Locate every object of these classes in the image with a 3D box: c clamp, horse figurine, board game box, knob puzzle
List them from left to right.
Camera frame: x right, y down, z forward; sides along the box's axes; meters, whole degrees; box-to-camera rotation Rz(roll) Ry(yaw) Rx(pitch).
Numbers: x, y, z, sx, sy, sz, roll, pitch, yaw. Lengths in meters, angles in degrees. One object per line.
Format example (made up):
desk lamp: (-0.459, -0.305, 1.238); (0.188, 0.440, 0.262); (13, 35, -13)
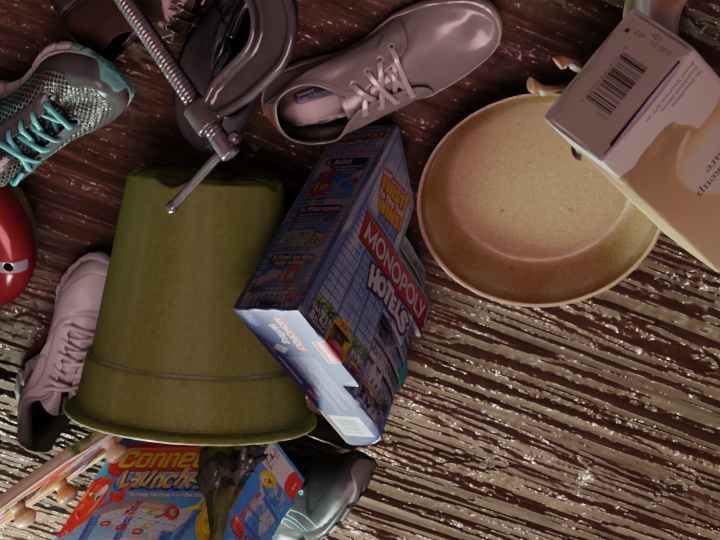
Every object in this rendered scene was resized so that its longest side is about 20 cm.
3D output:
knob puzzle: (-0.267, 0.189, 1.401); (0.219, 0.219, 0.031); (-37, 86, 25)
board game box: (-0.173, 0.234, 1.416); (0.198, 0.197, 0.056); (-6, 131, 39)
c clamp: (-0.126, -0.168, 1.139); (0.170, 0.027, 0.201); (-35, 80, 30)
board game box: (0.000, 0.000, 1.294); (0.061, 0.202, 0.200); (0, 147, 30)
horse figurine: (0.198, -0.181, 1.220); (0.131, 0.050, 0.202); (-1, 118, -24)

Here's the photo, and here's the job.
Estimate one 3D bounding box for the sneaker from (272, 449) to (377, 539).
sneaker: (-0.056, 0.195, 1.473); (0.079, 0.076, 0.200); (42, 144, -8)

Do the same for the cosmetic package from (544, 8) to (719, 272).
cosmetic package: (0.232, -0.090, 1.221); (0.106, 0.071, 0.199); (-51, 137, 6)

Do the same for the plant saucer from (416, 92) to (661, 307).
plant saucer: (0.144, -0.062, 1.328); (0.198, 0.036, 0.202); (1, 125, 2)

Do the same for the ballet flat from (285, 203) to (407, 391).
ballet flat: (-0.019, 0.020, 1.388); (0.065, 0.071, 0.201); (3, 128, 34)

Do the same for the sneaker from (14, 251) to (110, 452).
sneaker: (-0.241, 0.073, 1.415); (0.074, 0.081, 0.201); (22, 123, -11)

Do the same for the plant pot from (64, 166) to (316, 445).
plant pot: (-0.125, 0.020, 1.301); (0.197, 0.200, 0.192); (5, 97, -1)

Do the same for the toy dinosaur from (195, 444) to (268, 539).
toy dinosaur: (-0.106, 0.159, 1.352); (0.047, 0.201, 0.088); (38, 113, -23)

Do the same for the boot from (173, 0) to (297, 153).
boot: (-0.097, -0.145, 1.216); (0.069, 0.132, 0.201); (14, 125, -9)

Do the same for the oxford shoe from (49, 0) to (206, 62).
oxford shoe: (-0.127, -0.211, 1.194); (0.199, 0.073, 0.085); (-29, 90, 30)

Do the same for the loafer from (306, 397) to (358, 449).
loafer: (-0.068, 0.096, 1.431); (0.198, 0.068, 0.077); (17, 125, -10)

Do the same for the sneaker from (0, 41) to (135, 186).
sneaker: (-0.244, -0.102, 1.240); (0.199, 0.092, 0.077); (-17, 133, 45)

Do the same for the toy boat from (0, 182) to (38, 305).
toy boat: (-0.357, -0.016, 1.321); (0.197, 0.131, 0.132); (4, 127, 0)

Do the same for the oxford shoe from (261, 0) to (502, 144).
oxford shoe: (0.016, -0.146, 1.260); (0.198, 0.058, 0.076); (-20, 121, 14)
